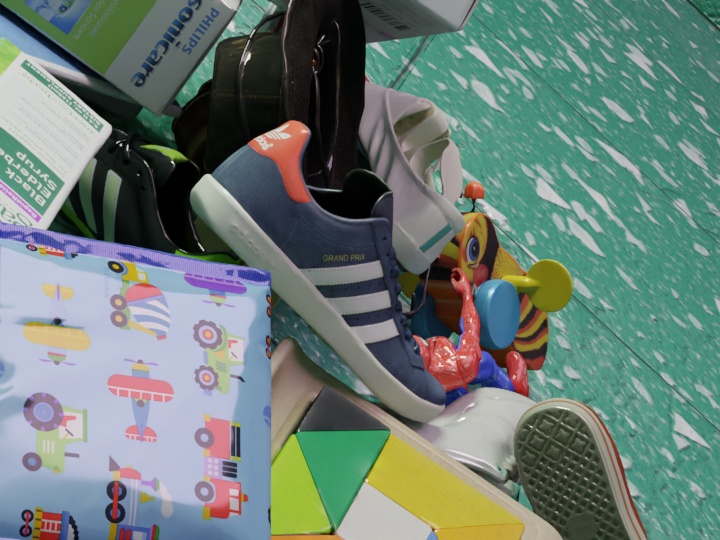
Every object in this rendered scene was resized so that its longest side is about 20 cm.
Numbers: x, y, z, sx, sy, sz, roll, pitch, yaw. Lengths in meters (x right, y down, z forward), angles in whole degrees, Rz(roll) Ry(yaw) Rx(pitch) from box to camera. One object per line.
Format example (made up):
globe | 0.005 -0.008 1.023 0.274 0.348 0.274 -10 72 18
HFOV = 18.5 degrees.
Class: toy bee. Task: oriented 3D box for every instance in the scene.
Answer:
toy bee | 0.080 -0.001 1.488 0.131 0.109 0.200 9 -9 12

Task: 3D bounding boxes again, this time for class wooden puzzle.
wooden puzzle | 0.009 0.139 1.116 0.200 0.037 0.185 38 38 -4

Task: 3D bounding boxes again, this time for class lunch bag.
lunch bag | -0.142 0.060 0.954 0.200 0.094 0.151 17 60 -36

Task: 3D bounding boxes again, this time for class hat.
hat | -0.051 -0.088 1.305 0.201 0.081 0.201 -1 90 -77

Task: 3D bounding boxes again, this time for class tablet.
tablet | -0.202 -0.149 1.326 0.130 0.014 0.200 47 17 31

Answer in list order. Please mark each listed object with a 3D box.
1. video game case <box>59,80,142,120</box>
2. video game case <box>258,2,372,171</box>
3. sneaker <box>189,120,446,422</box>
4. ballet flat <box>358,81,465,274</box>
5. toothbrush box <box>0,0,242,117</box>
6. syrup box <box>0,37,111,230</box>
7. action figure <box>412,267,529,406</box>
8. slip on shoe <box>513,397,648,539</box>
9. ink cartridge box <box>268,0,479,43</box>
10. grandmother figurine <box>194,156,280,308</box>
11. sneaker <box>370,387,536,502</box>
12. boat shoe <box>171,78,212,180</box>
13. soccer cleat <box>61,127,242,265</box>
video game case | -0.238 -0.194 1.417 0.200 0.022 0.182 26 26 -40
video game case | -0.021 -0.124 1.528 0.143 0.017 0.200 55 15 -14
sneaker | 0.000 0.000 1.194 0.200 0.085 0.075 47 -3 -32
ballet flat | 0.034 -0.073 1.449 0.069 0.069 0.200 33 26 -28
toothbrush box | -0.172 -0.197 1.345 0.200 0.086 0.146 34 14 -9
syrup box | -0.195 -0.039 1.105 0.079 0.081 0.200 39 19 -9
action figure | 0.049 0.038 1.368 0.200 0.065 0.099 19 52 -74
slip on shoe | 0.137 0.165 1.261 0.061 0.074 0.200 -36 111 -72
ink cartridge box | -0.014 -0.216 1.394 0.146 0.083 0.200 31 -8 -20
grandmother figurine | -0.053 -0.029 1.393 0.200 0.060 0.121 -60 129 -68
sneaker | 0.067 0.118 1.280 0.088 0.075 0.200 25 16 37
boat shoe | -0.079 -0.100 1.470 0.070 0.070 0.200 56 14 12
soccer cleat | -0.140 -0.054 1.239 0.200 0.081 0.068 50 21 16
